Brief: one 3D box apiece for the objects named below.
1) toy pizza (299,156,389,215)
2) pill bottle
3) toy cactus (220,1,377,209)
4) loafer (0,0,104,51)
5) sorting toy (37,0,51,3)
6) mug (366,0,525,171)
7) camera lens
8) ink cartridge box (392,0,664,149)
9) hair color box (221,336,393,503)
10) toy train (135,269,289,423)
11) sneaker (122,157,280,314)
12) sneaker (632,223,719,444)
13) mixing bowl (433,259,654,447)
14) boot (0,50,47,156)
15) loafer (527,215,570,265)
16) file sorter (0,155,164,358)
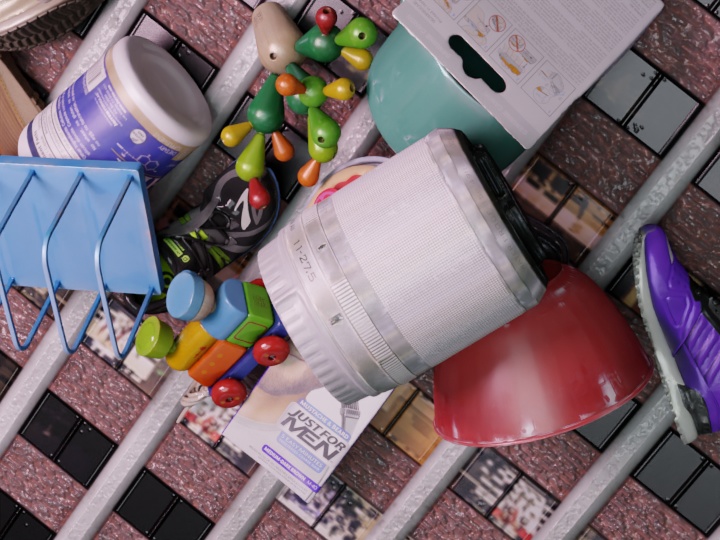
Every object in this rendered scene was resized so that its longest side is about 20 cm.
[{"bbox_3d":[0.000,0.000,1.518,0.199,0.032,0.203,-3,86,43],"label":"toy pizza"},{"bbox_3d":[-0.244,-0.110,1.595,0.199,0.120,0.120,-38,92,21],"label":"pill bottle"},{"bbox_3d":[-0.066,-0.168,1.525,0.201,0.101,0.166,-57,45,39],"label":"toy cactus"},{"bbox_3d":[-0.266,-0.270,1.581,0.199,0.076,0.069,-31,80,1],"label":"loafer"},{"bbox_3d":[-0.285,-0.343,1.534,0.198,0.070,0.201,28,79,24],"label":"sorting toy"},{"bbox_3d":[0.083,-0.160,1.492,0.151,0.186,0.114,33,130,-15],"label":"mug"},{"bbox_3d":[0.038,-0.005,1.378,0.199,0.160,0.161,-31,95,8],"label":"camera lens"},{"bbox_3d":[0.138,-0.210,1.444,0.162,0.050,0.200,44,68,0],"label":"ink cartridge box"},{"bbox_3d":[-0.030,0.105,1.626,0.109,0.065,0.201,37,109,4],"label":"hair color box"},{"bbox_3d":[-0.162,0.079,1.615,0.115,0.085,0.200,20,131,-34],"label":"toy train"},{"bbox_3d":[-0.148,-0.025,1.611,0.071,0.083,0.200,46,110,2],"label":"sneaker"},{"bbox_3d":[0.302,0.046,1.525,0.098,0.070,0.202,-16,104,11],"label":"sneaker"},{"bbox_3d":[0.142,0.059,1.491,0.198,0.200,0.109,-14,105,18],"label":"mixing bowl"},{"bbox_3d":[-0.404,-0.166,1.638,0.165,0.072,0.201,-30,103,8],"label":"boot"},{"bbox_3d":[0.088,-0.024,1.560,0.198,0.063,0.073,16,108,10],"label":"loafer"},{"bbox_3d":[-0.292,-0.009,1.523,0.198,0.123,0.140,4,129,12],"label":"file sorter"}]
